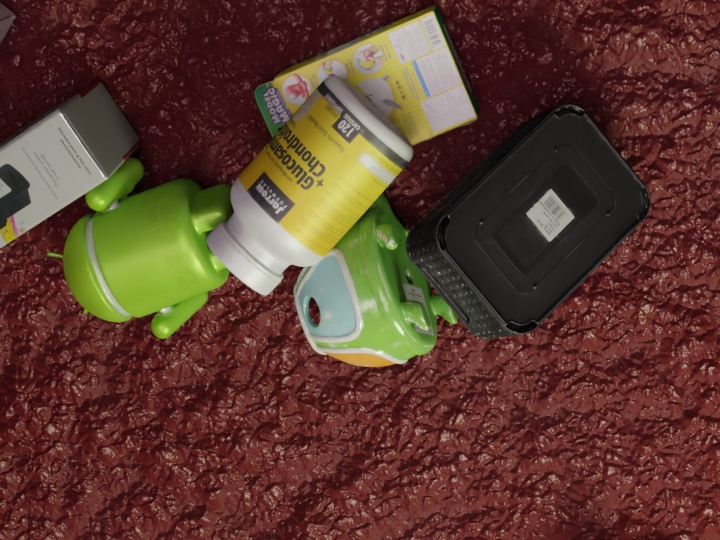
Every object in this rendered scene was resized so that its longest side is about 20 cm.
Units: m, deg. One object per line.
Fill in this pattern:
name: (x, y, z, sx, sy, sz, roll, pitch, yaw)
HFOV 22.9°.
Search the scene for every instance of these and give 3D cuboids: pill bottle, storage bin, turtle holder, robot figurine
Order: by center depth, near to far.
pill bottle: (-0.051, -0.077, 1.679, 0.112, 0.112, 0.200, 41, 98, -5)
storage bin: (0.158, -0.045, 1.680, 0.200, 0.094, 0.135, -43, 98, -15)
turtle holder: (-0.001, 0.007, 1.744, 0.131, 0.141, 0.187, -22, 105, 20)
robot figurine: (-0.210, -0.019, 1.779, 0.198, 0.116, 0.176, -20, 114, 14)

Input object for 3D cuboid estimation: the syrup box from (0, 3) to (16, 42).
syrup box: (-0.449, -0.278, 1.757, 0.200, 0.079, 0.082, 39, 108, -4)

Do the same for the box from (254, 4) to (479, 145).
box: (0.005, -0.167, 1.741, 0.198, 0.048, 0.118, -21, 103, 11)

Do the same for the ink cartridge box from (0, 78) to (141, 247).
ink cartridge box: (-0.332, -0.092, 1.760, 0.199, 0.146, 0.083, -31, 102, 16)
